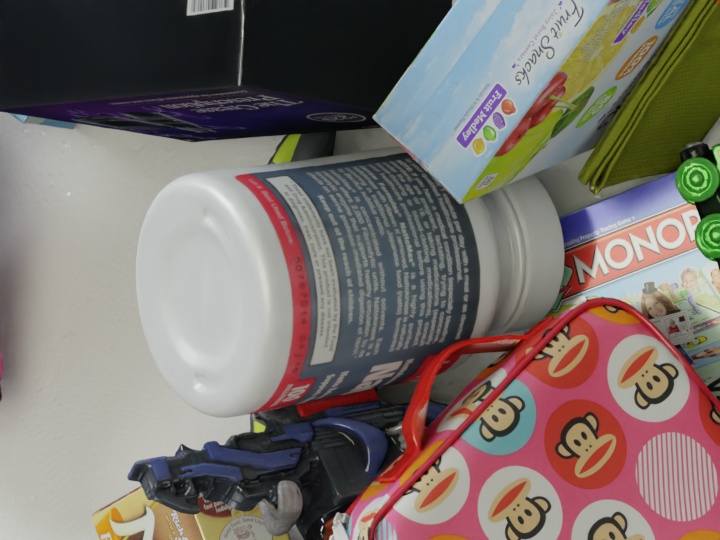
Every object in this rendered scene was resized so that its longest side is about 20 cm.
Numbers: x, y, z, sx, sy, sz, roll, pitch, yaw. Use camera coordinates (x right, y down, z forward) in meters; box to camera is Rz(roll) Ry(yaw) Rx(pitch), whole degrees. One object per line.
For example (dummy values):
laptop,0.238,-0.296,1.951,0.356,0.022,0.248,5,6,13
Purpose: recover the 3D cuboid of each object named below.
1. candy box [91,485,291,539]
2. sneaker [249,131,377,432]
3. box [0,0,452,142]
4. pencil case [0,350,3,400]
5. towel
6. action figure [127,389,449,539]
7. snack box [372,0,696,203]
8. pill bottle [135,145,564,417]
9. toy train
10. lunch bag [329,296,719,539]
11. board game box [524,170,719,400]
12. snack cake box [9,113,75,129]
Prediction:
candy box,-0.067,0.203,1.462,0.115,0.055,0.201,-32,76,55
sneaker,-0.014,0.016,1.471,0.080,0.074,0.202,0,96,10
box,-0.071,-0.113,1.385,0.199,0.140,0.080,-1,87,47
pencil case,-0.248,-0.008,1.506,0.090,0.094,0.202,5,113,24
towel,0.183,-0.115,1.344,0.018,0.086,0.200,53,131,25
action figure,-0.032,0.134,1.382,0.105,0.199,0.195,-45,51,54
snack box,0.117,-0.130,1.327,0.068,0.200,0.169,44,120,13
pill bottle,0.000,0.000,1.368,0.119,0.199,0.121,16,110,51
toy train,0.210,0.026,1.368,0.056,0.042,0.201,-20,84,8
lunch bag,0.088,0.113,1.335,0.200,0.082,0.176,-41,92,-21
board game box,0.182,0.014,1.413,0.199,0.029,0.136,-22,84,19
snack cake box,-0.166,-0.193,1.520,0.115,0.067,0.201,34,101,18
